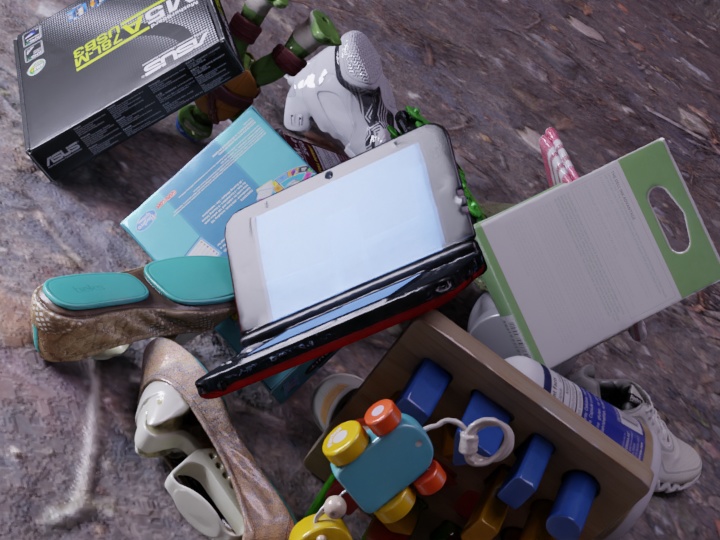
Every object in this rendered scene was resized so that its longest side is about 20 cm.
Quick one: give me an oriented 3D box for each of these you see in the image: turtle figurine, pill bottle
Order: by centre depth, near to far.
[{"bbox_3d":[0.147,0.144,1.109,0.199,0.120,0.120,29,28,-11],"label":"pill bottle"},{"bbox_3d":[-0.118,-0.171,1.222,0.144,0.194,0.200,48,25,6],"label":"turtle figurine"},{"bbox_3d":[0.171,0.050,1.290,0.115,0.116,0.200,37,26,3],"label":"pill bottle"}]

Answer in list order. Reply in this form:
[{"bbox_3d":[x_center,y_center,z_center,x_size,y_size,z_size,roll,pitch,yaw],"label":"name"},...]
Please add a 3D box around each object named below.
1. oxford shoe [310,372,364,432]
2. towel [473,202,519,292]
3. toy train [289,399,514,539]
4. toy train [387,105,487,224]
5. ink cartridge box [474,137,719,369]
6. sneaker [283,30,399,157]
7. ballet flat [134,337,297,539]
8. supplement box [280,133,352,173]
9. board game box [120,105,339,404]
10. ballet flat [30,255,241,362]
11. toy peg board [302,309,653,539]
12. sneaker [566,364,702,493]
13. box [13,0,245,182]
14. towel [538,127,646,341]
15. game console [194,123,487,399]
[{"bbox_3d":[0.047,0.149,1.022,0.199,0.076,0.058,32,0,-5],"label":"oxford shoe"},{"bbox_3d":[0.159,-0.028,1.277,0.147,0.037,0.200,-1,23,-10],"label":"towel"},{"bbox_3d":[0.022,0.176,0.862,0.149,0.202,0.056,11,14,-19],"label":"toy train"},{"bbox_3d":[0.080,-0.092,1.261,0.056,0.042,0.201,29,24,-39],"label":"toy train"},{"bbox_3d":[0.212,-0.014,1.168,0.147,0.199,0.048,64,-10,0],"label":"ink cartridge box"},{"bbox_3d":[-0.015,-0.161,1.462,0.075,0.114,0.202,-33,105,-61],"label":"sneaker"},{"bbox_3d":[-0.116,0.126,0.895,0.067,0.068,0.200,-10,49,-45],"label":"ballet flat"},{"bbox_3d":[-0.012,-0.047,1.238,0.199,0.109,0.061,16,32,-33],"label":"supplement box"},{"bbox_3d":[-0.079,-0.015,1.069,0.200,0.151,0.047,46,-6,18],"label":"board game box"},{"bbox_3d":[-0.165,0.031,0.979,0.199,0.066,0.071,-5,38,-41],"label":"ballet flat"},{"bbox_3d":[0.064,0.167,0.913,0.199,0.200,0.098,36,43,-1],"label":"toy peg board"},{"bbox_3d":[0.271,0.158,1.277,0.199,0.081,0.075,25,27,-23],"label":"sneaker"},{"bbox_3d":[-0.214,-0.194,1.154,0.048,0.199,0.194,57,8,-40],"label":"box"},{"bbox_3d":[0.244,-0.037,1.321,0.201,0.030,0.147,64,2,30],"label":"towel"},{"bbox_3d":[-0.025,-0.011,0.909,0.120,0.199,0.172,66,19,-2],"label":"game console"}]
